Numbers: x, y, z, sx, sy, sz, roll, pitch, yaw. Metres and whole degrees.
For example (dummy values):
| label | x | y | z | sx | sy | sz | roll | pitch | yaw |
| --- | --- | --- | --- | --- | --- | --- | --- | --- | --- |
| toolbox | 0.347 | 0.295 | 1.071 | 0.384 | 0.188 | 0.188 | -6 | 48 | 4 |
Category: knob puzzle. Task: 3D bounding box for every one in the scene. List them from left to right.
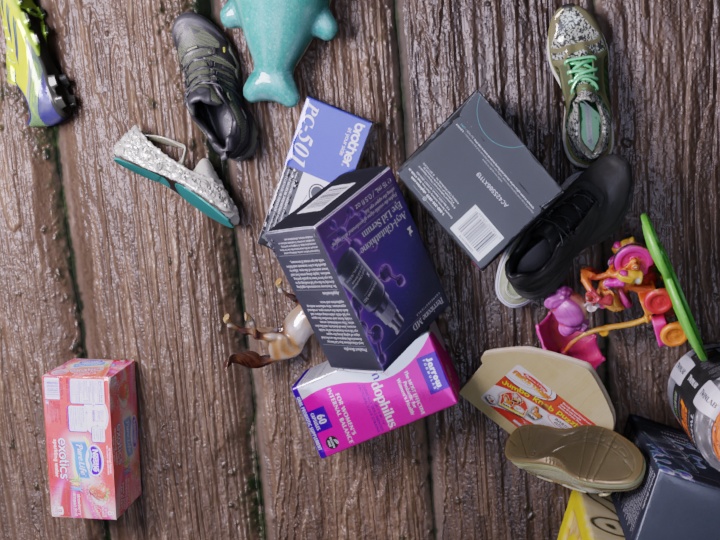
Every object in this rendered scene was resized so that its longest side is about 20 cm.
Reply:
| label | x | y | z | sx | sy | sz | roll | pitch | yaw |
| --- | --- | --- | --- | --- | --- | --- | --- | --- | --- |
| knob puzzle | 0.238 | 0.158 | 1.066 | 0.216 | 0.031 | 0.222 | 24 | 140 | 21 |

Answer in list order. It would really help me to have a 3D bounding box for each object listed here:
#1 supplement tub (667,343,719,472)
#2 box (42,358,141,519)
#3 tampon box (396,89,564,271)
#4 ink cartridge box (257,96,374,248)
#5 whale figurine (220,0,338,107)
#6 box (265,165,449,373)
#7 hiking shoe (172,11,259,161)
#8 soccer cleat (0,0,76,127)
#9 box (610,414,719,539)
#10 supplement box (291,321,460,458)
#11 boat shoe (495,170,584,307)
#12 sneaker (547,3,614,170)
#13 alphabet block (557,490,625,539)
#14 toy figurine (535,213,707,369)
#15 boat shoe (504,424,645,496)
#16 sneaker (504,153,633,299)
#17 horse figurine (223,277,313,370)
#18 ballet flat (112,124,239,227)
| label | x | y | z | sx | sy | sz | roll | pitch | yaw |
| --- | --- | --- | --- | --- | --- | --- | --- | --- | --- |
| supplement tub | 0.442 | 0.167 | 0.998 | 0.119 | 0.200 | 0.126 | 1 | 98 | 9 |
| box | -0.373 | 0.233 | 1.188 | 0.100 | 0.095 | 0.205 | 0 | 99 | 9 |
| tampon box | 0.142 | -0.109 | 1.003 | 0.126 | 0.200 | 0.150 | -42 | 89 | 12 |
| ink cartridge box | -0.058 | -0.115 | 1.113 | 0.092 | 0.044 | 0.204 | 21 | 101 | 3 |
| whale figurine | -0.106 | -0.311 | 1.060 | 0.155 | 0.104 | 0.205 | 10 | 98 | 7 |
| box | 0.000 | 0.000 | 1.035 | 0.103 | 0.148 | 0.203 | -3 | 120 | 49 |
| hiking shoe | -0.191 | -0.239 | 1.086 | 0.074 | 0.101 | 0.203 | -23 | 94 | 11 |
| soccer cleat | -0.453 | -0.291 | 1.139 | 0.082 | 0.065 | 0.204 | -18 | 96 | 13 |
| box | 0.395 | 0.273 | 1.021 | 0.145 | 0.200 | 0.109 | 16 | 101 | 5 |
| supplement box | 0.023 | 0.151 | 1.112 | 0.197 | 0.103 | 0.103 | -24 | 93 | 10 |
| boat shoe | 0.236 | -0.040 | 1.069 | 0.071 | 0.062 | 0.202 | 33 | 102 | 3 |
| sneaker | 0.273 | -0.223 | 1.023 | 0.075 | 0.089 | 0.205 | -12 | 96 | 10 |
| alphabet block | 0.344 | 0.414 | 1.055 | 0.196 | 0.195 | 0.201 | 16 | 99 | 7 |
| toy figurine | 0.298 | 0.050 | 1.033 | 0.181 | 0.152 | 0.201 | -23 | 121 | 21 |
| boat shoe | 0.267 | 0.236 | 1.038 | 0.063 | 0.199 | 0.074 | 44 | 60 | -28 |
| sneaker | 0.243 | -0.051 | 0.985 | 0.076 | 0.090 | 0.202 | 41 | 100 | 27 |
| horse figurine | -0.095 | 0.068 | 1.128 | 0.199 | 0.050 | 0.132 | -42 | 127 | 8 |
| ballet flat | -0.238 | -0.133 | 1.130 | 0.197 | 0.072 | 0.073 | 29 | 102 | 3 |
